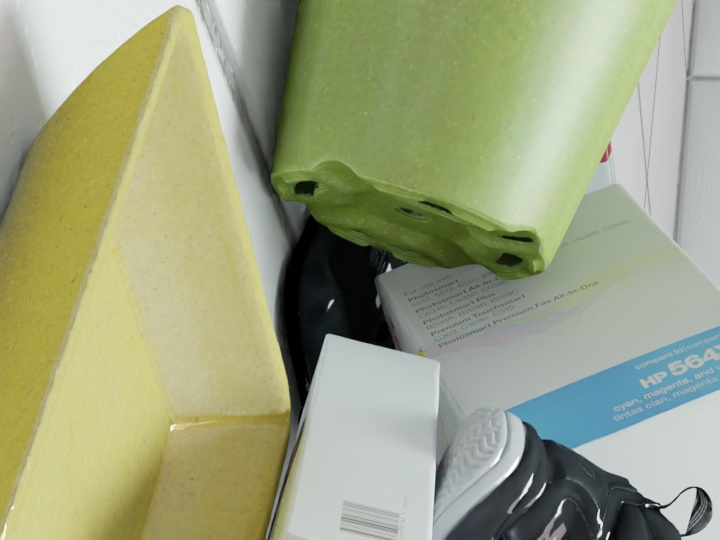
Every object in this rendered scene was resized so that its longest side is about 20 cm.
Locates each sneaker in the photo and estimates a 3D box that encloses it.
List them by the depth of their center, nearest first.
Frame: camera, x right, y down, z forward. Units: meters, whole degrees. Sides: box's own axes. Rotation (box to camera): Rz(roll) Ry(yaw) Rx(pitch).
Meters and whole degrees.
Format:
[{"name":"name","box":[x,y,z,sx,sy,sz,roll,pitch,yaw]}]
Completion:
[{"name":"sneaker","box":[0.061,0.156,0.736,0.075,0.113,0.201,118,-13,-85]}]

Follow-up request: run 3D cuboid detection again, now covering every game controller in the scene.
[{"name":"game controller","box":[0.000,0.000,0.995,0.200,0.042,0.105,-69,144,-56]}]

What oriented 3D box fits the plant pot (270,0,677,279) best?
[{"name":"plant pot","box":[0.048,-0.104,0.884,0.200,0.199,0.191,54,52,-71]}]

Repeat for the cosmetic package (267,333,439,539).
[{"name":"cosmetic package","box":[-0.015,0.126,0.746,0.200,0.051,0.151,-80,-177,-74]}]

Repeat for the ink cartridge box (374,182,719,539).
[{"name":"ink cartridge box","box":[0.098,0.063,0.914,0.200,0.125,0.129,-120,-169,-58]}]

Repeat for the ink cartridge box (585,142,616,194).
[{"name":"ink cartridge box","box":[0.108,-0.096,1.279,0.200,0.082,0.146,70,13,-61]}]

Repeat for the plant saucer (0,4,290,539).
[{"name":"plant saucer","box":[-0.075,0.059,0.616,0.200,0.048,0.200,78,19,-48]}]
